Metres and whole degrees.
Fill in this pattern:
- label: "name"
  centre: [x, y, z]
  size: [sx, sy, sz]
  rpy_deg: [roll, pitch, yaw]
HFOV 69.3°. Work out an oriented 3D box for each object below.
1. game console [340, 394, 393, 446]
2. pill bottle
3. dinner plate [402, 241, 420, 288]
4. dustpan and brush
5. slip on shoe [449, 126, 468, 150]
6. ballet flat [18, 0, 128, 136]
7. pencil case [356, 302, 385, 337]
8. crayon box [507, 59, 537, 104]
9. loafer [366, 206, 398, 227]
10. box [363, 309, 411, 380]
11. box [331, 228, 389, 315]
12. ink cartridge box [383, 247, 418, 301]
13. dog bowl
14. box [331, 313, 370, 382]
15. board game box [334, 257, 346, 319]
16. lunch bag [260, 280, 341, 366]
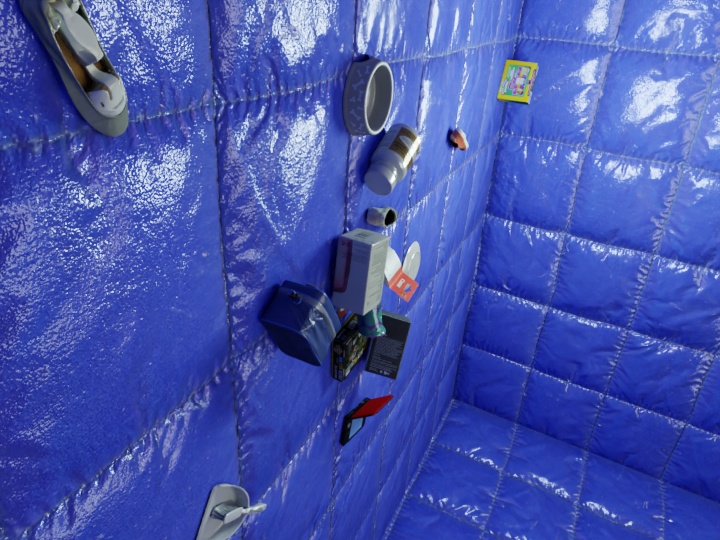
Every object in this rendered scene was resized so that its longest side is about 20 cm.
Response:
- label: "game console"
  centre: [0.026, 0.552, 1.926]
  size: [0.199, 0.116, 0.178]
  rpy_deg: [-16, 119, -64]
- label: "pill bottle"
  centre: [0.091, -0.318, 1.505]
  size: [0.203, 0.112, 0.116]
  rpy_deg: [-60, 154, -30]
- label: "dinner plate"
  centre: [0.210, -0.016, 2.118]
  size: [0.200, 0.024, 0.205]
  rpy_deg: [-47, 144, -48]
- label: "dustpan and brush"
  centre: [-0.293, 0.574, 1.242]
  size: [0.200, 0.056, 0.143]
  rpy_deg: [30, 76, -68]
- label: "slip on shoe"
  centre: [0.416, -0.551, 2.219]
  size: [0.061, 0.075, 0.199]
  rpy_deg: [-40, 168, 11]
- label: "ballet flat"
  centre: [-0.323, -0.240, 0.622]
  size: [0.068, 0.062, 0.202]
  rpy_deg: [-60, 154, -30]
- label: "pencil case"
  centre: [0.029, 0.099, 1.607]
  size: [0.091, 0.084, 0.207]
  rpy_deg: [-9, 96, -47]
- label: "crayon box"
  centre: [0.839, -1.005, 2.782]
  size: [0.058, 0.169, 0.206]
  rpy_deg: [-1, 107, -63]
- label: "loafer"
  centre: [0.083, -0.166, 1.646]
  size: [0.199, 0.068, 0.072]
  rpy_deg: [-18, 121, -64]
- label: "box"
  centre: [0.095, 0.253, 1.820]
  size: [0.200, 0.120, 0.203]
  rpy_deg: [3, 101, -87]
- label: "box"
  centre: [0.000, 0.000, 1.457]
  size: [0.127, 0.106, 0.206]
  rpy_deg: [-28, 130, -60]
- label: "ink cartridge box"
  centre: [0.092, -0.009, 1.588]
  size: [0.058, 0.197, 0.163]
  rpy_deg: [-60, 173, 25]
- label: "dog bowl"
  centre: [0.025, -0.445, 1.338]
  size: [0.201, 0.057, 0.205]
  rpy_deg: [-50, 149, -46]
- label: "box"
  centre: [-0.027, 0.231, 1.676]
  size: [0.200, 0.048, 0.163]
  rpy_deg: [-48, 149, -49]
- label: "board game box"
  centre: [-0.045, 0.037, 1.539]
  size: [0.103, 0.019, 0.205]
  rpy_deg: [-41, 141, -52]
- label: "lunch bag"
  centre: [-0.134, 0.112, 1.221]
  size: [0.134, 0.133, 0.202]
  rpy_deg: [-61, 153, -29]
